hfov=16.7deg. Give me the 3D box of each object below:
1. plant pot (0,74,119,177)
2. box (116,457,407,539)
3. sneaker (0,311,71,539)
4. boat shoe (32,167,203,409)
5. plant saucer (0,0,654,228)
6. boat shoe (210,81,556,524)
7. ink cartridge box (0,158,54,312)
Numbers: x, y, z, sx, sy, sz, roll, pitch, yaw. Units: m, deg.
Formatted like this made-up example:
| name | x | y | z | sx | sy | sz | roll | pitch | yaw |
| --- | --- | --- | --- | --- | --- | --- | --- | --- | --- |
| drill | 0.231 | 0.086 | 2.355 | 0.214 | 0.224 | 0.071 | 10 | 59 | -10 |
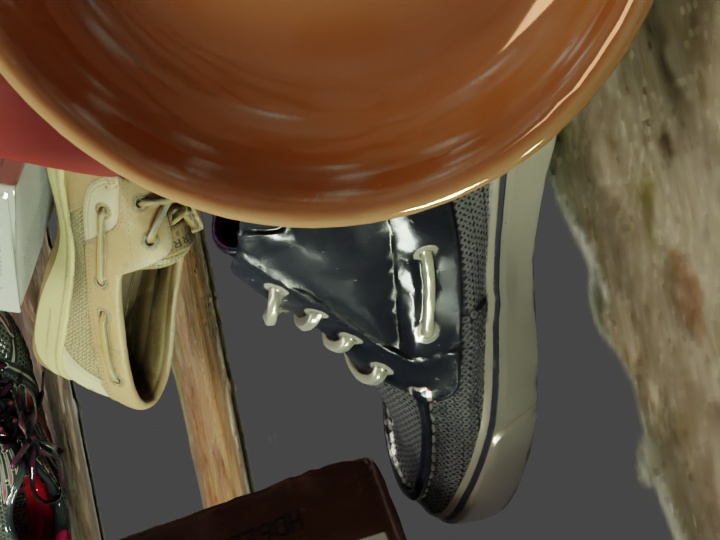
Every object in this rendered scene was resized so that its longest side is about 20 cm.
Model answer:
| name | x | y | z | sx | sy | sz | roll | pitch | yaw |
| --- | --- | --- | --- | --- | --- | --- | --- | --- | --- |
| plant pot | -0.167 | -0.138 | 0.956 | 0.200 | 0.177 | 0.201 | -1 | 88 | 59 |
| box | -0.039 | 0.193 | 0.782 | 0.200 | 0.164 | 0.166 | 82 | 168 | -59 |
| sneaker | -0.235 | 0.108 | 1.644 | 0.075 | 0.080 | 0.201 | 5 | 114 | 58 |
| boat shoe | -0.099 | -0.029 | 1.108 | 0.064 | 0.071 | 0.200 | 28 | 128 | 24 |
| plant saucer | -0.016 | -0.111 | 0.588 | 0.037 | 0.199 | 0.201 | -40 | -54 | -64 |
| boat shoe | 0.000 | 0.000 | 0.714 | 0.075 | 0.092 | 0.200 | -120 | 25 | -49 |
| ink cartridge box | -0.221 | -0.092 | 1.141 | 0.084 | 0.175 | 0.200 | 96 | -176 | -47 |
